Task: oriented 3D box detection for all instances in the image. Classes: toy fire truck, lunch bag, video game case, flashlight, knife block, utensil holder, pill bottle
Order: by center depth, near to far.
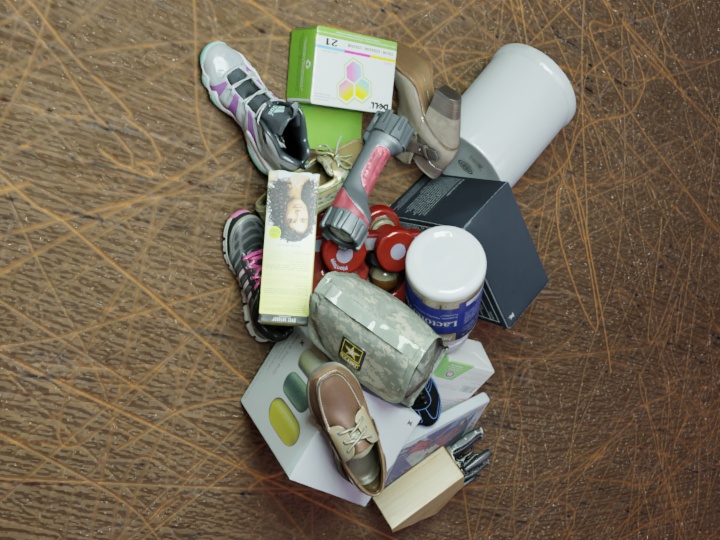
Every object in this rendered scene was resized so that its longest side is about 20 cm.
[{"bbox_3d":[0.020,0.086,1.013,0.119,0.163,0.200,-54,164,-4],"label":"lunch bag"},{"bbox_3d":[0.014,-0.126,1.074,0.068,0.067,0.203,43,66,-34],"label":"flashlight"},{"bbox_3d":[0.121,0.036,1.137,0.116,0.115,0.202,-44,156,-20],"label":"pill bottle"},{"bbox_3d":[0.000,0.000,1.175,0.194,0.112,0.172,-2,115,-17],"label":"toy fire truck"},{"bbox_3d":[0.229,-0.237,1.277,0.201,0.169,0.171,-48,123,-15],"label":"utensil holder"},{"bbox_3d":[0.135,0.348,1.326,0.197,0.064,0.177,0,132,-49],"label":"knife block"},{"bbox_3d":[0.118,0.302,1.329,0.196,0.023,0.185,-19,145,-32],"label":"video game case"}]

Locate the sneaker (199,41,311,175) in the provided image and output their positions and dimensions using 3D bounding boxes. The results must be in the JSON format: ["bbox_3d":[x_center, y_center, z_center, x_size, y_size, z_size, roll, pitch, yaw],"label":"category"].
[{"bbox_3d":[-0.125,-0.218,1.022,0.078,0.139,0.202,-44,114,-21],"label":"sneaker"}]

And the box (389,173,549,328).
[{"bbox_3d":[0.171,-0.037,1.252,0.123,0.197,0.202,-42,122,-21],"label":"box"}]

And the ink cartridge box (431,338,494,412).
[{"bbox_3d":[0.117,0.200,1.310,0.115,0.068,0.201,16,125,-37],"label":"ink cartridge box"}]

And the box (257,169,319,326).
[{"bbox_3d":[-0.096,-0.029,1.050,0.073,0.050,0.206,3,85,-5],"label":"box"}]

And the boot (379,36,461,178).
[{"bbox_3d":[0.078,-0.244,1.203,0.069,0.201,0.148,-22,148,-34],"label":"boot"}]

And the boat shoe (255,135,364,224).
[{"bbox_3d":[-0.061,-0.128,1.114,0.199,0.073,0.063,-41,138,-9],"label":"boat shoe"}]

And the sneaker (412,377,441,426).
[{"bbox_3d":[0.071,0.168,1.189,0.069,0.078,0.203,-23,110,13],"label":"sneaker"}]

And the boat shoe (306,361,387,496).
[{"bbox_3d":[-0.009,0.202,0.974,0.075,0.072,0.203,-31,122,-14],"label":"boat shoe"}]

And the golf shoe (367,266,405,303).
[{"bbox_3d":[0.080,0.055,1.269,0.198,0.094,0.079,29,84,-35],"label":"golf shoe"}]

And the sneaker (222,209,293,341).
[{"bbox_3d":[-0.136,0.014,1.101,0.073,0.087,0.205,-21,111,-31],"label":"sneaker"}]

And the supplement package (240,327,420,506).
[{"bbox_3d":[-0.048,0.200,1.119,0.149,0.200,0.154,30,95,-36],"label":"supplement package"}]

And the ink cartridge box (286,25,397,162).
[{"bbox_3d":[-0.031,-0.238,1.135,0.145,0.075,0.206,-1,100,-36],"label":"ink cartridge box"}]
